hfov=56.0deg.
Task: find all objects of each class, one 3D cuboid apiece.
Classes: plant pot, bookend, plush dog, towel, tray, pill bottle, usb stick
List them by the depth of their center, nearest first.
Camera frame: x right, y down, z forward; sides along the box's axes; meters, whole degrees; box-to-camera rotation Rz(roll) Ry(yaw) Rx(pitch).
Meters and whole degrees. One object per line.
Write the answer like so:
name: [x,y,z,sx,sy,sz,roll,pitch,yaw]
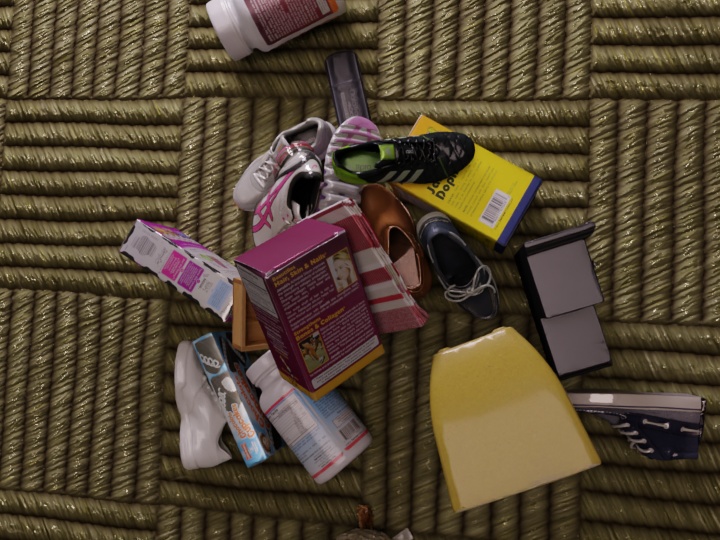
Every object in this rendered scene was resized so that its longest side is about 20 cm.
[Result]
bookend: [0.288,0.052,0.925,0.091,0.200,0.200,-17,83,8]
plant pot: [0.191,0.191,0.941,0.194,0.194,0.202,-20,78,7]
towel: [0.000,0.000,0.943,0.023,0.144,0.201,-39,102,-31]
plush dog: [-0.005,0.433,0.959,0.198,0.172,0.162,3,86,10]
tray: [-0.090,0.057,0.998,0.199,0.037,0.100,-3,98,-35]
pill bottle: [-0.081,0.209,1.019,0.109,0.109,0.200,-39,81,5]
pill bottle: [-0.132,-0.418,1.065,0.199,0.114,0.115,-24,83,6]
usb stick: [-0.013,-0.252,1.077,0.055,0.033,0.202,-12,84,1]

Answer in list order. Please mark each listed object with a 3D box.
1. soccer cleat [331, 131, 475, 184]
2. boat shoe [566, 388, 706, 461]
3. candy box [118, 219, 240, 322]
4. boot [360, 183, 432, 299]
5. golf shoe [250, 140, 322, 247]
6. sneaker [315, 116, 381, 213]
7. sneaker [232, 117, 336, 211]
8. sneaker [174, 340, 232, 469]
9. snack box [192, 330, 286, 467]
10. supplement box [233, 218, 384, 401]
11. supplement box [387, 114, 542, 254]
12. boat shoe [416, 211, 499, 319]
soccer cleat: [0.057,-0.153,0.924,0.198,0.081,0.068,-7,85,9]
boat shoe: [0.386,0.218,0.955,0.198,0.075,0.094,3,86,3]
candy box: [-0.250,0.003,1.046,0.199,0.136,0.061,31,93,10]
boot: [0.049,-0.053,0.991,0.073,0.155,0.201,-32,82,6]
golf shoe: [-0.113,-0.089,1.020,0.072,0.092,0.201,5,127,-28]
sneaker: [-0.028,-0.132,1.028,0.080,0.088,0.202,15,89,-13]
sneaker: [-0.129,-0.173,1.060,0.200,0.092,0.076,-41,81,5]
sneaker: [-0.244,0.208,1.073,0.088,0.075,0.202,-6,91,-4]
snack box: [-0.181,0.190,1.032,0.037,0.116,0.201,-26,83,6]
supplement box: [-0.067,0.051,0.921,0.130,0.103,0.201,-30,118,-26]
supplement box: [0.151,-0.124,1.003,0.199,0.109,0.110,31,91,10]
boat shoe: [0.147,0.005,0.973,0.074,0.062,0.201,-26,120,10]
